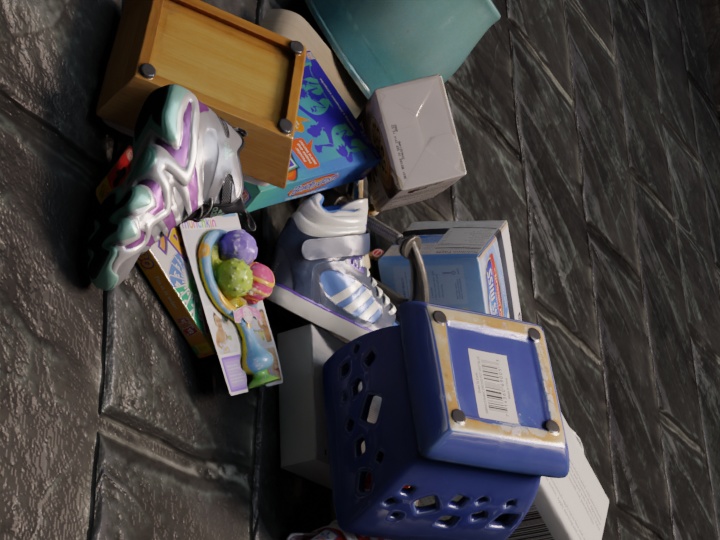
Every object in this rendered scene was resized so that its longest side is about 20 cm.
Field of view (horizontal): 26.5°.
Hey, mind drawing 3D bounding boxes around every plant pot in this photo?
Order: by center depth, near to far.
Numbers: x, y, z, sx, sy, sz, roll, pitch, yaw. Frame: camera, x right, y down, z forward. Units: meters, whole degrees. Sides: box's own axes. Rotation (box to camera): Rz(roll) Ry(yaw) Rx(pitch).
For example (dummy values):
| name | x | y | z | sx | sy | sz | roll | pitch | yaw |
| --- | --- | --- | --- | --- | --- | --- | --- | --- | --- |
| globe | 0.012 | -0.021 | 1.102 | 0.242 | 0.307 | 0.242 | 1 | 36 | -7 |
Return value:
| name | x | y | z | sx | sy | sz | roll | pitch | yaw |
| --- | --- | --- | --- | --- | --- | --- | --- | --- | --- |
| plant pot | 0.092 | 0.149 | 1.546 | 0.198 | 0.180 | 0.201 | 12 | 52 | -27 |
| plant pot | 0.062 | -0.311 | 1.873 | 0.201 | 0.187 | 0.200 | 54 | 10 | -14 |

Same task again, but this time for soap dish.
| name | x | y | z | sx | sy | sz | roll | pitch | yaw |
| --- | --- | --- | --- | --- | --- | --- | --- | --- | --- |
| soap dish | -0.147 | -0.184 | 1.501 | 0.199 | 0.081 | 0.158 | 21 | 51 | -17 |

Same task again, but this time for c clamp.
| name | x | y | z | sx | sy | sz | roll | pitch | yaw |
| --- | --- | --- | --- | --- | --- | --- | --- | --- | --- |
| c clamp | 0.009 | -0.033 | 1.712 | 0.027 | 0.200 | 0.172 | -24 | 136 | -35 |

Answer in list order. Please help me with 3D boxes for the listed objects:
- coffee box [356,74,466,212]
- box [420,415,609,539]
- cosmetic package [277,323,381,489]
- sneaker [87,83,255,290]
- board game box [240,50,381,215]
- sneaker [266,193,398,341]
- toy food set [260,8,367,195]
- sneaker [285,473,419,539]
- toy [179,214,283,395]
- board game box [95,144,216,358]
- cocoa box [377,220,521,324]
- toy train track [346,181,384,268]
| name | x | y | z | sx | sy | sz | roll | pitch | yaw |
| --- | --- | --- | --- | --- | --- | --- | --- | --- | --- |
| coffee box | 0.052 | -0.139 | 1.720 | 0.200 | 0.079 | 0.114 | 150 | -75 | -82 |
| box | 0.157 | 0.259 | 1.790 | 0.200 | 0.199 | 0.131 | 59 | 32 | -25 |
| cosmetic package | -0.016 | 0.163 | 1.676 | 0.200 | 0.051 | 0.152 | 33 | 45 | -52 |
| sneaker | -0.159 | -0.056 | 1.410 | 0.139 | 0.078 | 0.201 | 28 | 78 | -30 |
| board game box | -0.088 | -0.149 | 1.616 | 0.199 | 0.045 | 0.153 | -21 | 72 | -48 |
| sneaker | 0.000 | 0.000 | 1.659 | 0.199 | 0.080 | 0.147 | 26 | 87 | -24 |
| toy food set | -0.067 | -0.186 | 1.784 | 0.200 | 0.060 | 0.144 | 46 | 49 | -41 |
| sneaker | -0.009 | 0.261 | 1.570 | 0.112 | 0.071 | 0.201 | 40 | 63 | -44 |
| toy | -0.115 | 0.017 | 1.520 | 0.115 | 0.047 | 0.202 | -6 | 82 | -66 |
| board game box | -0.184 | -0.022 | 1.492 | 0.201 | 0.030 | 0.096 | 58 | 30 | -23 |
| cocoa box | 0.113 | 0.055 | 1.851 | 0.131 | 0.132 | 0.202 | -46 | 131 | -60 |
| toy train track | 0.009 | -0.075 | 1.847 | 0.115 | 0.032 | 0.201 | 75 | 10 | -45 |
